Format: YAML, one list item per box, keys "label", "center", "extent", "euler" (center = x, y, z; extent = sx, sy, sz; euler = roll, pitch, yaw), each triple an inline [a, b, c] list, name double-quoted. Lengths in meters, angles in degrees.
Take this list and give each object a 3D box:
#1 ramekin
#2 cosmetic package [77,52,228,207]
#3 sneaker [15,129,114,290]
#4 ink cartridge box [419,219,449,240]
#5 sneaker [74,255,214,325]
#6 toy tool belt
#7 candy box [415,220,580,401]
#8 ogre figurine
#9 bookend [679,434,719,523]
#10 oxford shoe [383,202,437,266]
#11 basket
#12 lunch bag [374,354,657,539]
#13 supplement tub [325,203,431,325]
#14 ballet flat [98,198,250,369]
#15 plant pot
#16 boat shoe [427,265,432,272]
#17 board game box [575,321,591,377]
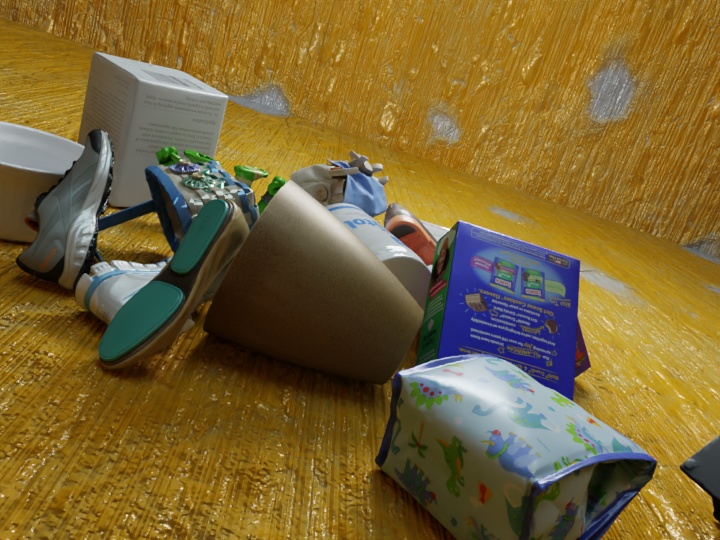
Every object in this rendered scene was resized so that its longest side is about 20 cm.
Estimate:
- label: "ramekin"
  center: [-0.433, -0.113, 0.874]
  extent: [0.198, 0.099, 0.201]
  euler: [18, 17, -6]
- label: "cosmetic package"
  center: [-0.342, -0.219, 1.121]
  extent: [0.164, 0.202, 0.164]
  euler: [0, 25, -46]
- label: "sneaker"
  center: [-0.324, -0.079, 0.777]
  extent: [0.078, 0.074, 0.202]
  euler: [14, 59, -16]
- label: "ink cartridge box"
  center: [0.124, -0.019, 1.207]
  extent: [0.144, 0.085, 0.200]
  euler: [18, 16, -6]
- label: "sneaker"
  center: [-0.198, 0.030, 0.754]
  extent: [0.086, 0.076, 0.199]
  euler: [39, 36, 30]
- label: "toy tool belt"
  center: [-0.008, -0.119, 1.080]
  extent: [0.122, 0.126, 0.199]
  euler: [-22, -14, 31]
- label: "candy box"
  center: [0.162, 0.065, 0.812]
  extent: [0.167, 0.202, 0.077]
  euler: [17, -27, -9]
- label: "ogre figurine"
  center: [-0.216, -0.107, 1.053]
  extent: [0.198, 0.121, 0.098]
  euler: [10, 15, -32]
- label: "bookend"
  center: [0.461, 0.235, 0.736]
  extent: [0.201, 0.198, 0.092]
  euler: [61, -9, -33]
- label: "oxford shoe"
  center: [0.102, -0.026, 1.066]
  extent: [0.200, 0.071, 0.073]
  euler: [52, 18, -35]
- label: "basket"
  center: [-0.238, -0.055, 0.870]
  extent: [0.199, 0.140, 0.176]
  euler: [-30, 40, -21]
- label: "lunch bag"
  center: [0.140, 0.157, 0.616]
  extent: [0.198, 0.129, 0.170]
  euler: [-9, 31, -39]
- label: "supplement tub"
  center: [0.000, 0.000, 0.938]
  extent: [0.131, 0.133, 0.200]
  euler: [8, 20, -31]
- label: "ballet flat"
  center: [-0.170, 0.022, 0.678]
  extent: [0.068, 0.201, 0.063]
  euler: [21, -22, 36]
- label: "plant pot"
  center: [-0.038, 0.035, 0.755]
  extent: [0.199, 0.188, 0.187]
  euler: [31, 17, -1]
- label: "boat shoe"
  center: [0.137, 0.025, 0.972]
  extent: [0.202, 0.085, 0.075]
  euler: [65, 1, -76]
- label: "board game box"
  center: [0.249, 0.058, 1.034]
  extent: [0.044, 0.135, 0.200]
  euler: [-31, 33, -9]
